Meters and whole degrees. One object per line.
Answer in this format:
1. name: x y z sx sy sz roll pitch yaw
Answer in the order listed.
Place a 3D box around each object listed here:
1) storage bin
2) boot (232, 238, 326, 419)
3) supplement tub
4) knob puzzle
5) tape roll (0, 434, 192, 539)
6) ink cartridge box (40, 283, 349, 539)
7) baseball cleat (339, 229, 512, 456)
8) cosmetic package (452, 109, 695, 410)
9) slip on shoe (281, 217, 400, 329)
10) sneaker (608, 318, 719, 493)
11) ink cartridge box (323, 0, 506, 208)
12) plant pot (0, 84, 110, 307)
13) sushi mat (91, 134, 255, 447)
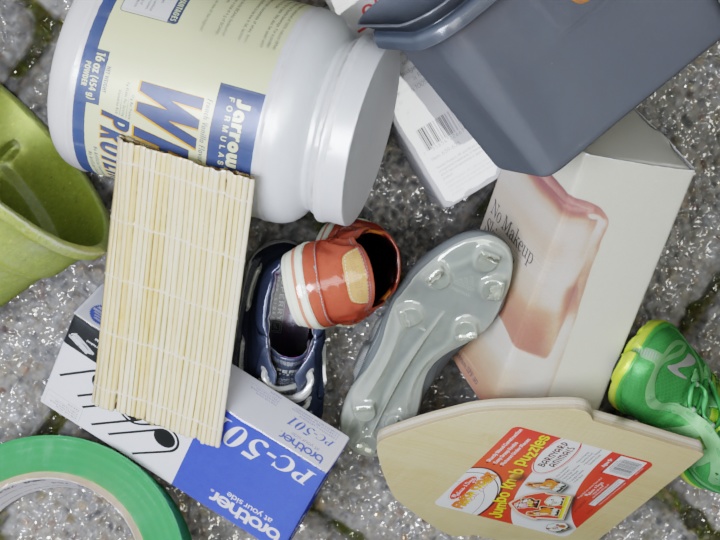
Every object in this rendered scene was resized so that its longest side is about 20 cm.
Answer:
1. storage bin: 0.126 -0.156 1.107 0.200 0.146 0.134 -40 107 -10
2. boot: -0.059 0.081 1.262 0.073 0.090 0.200 -1 98 -6
3. supplement tub: -0.087 -0.113 1.183 0.200 0.145 0.145 16 96 10
4. knob puzzle: 0.105 0.131 1.258 0.219 0.220 0.030 8 55 -7
5. tape roll: -0.213 0.215 1.244 0.200 0.048 0.201 -1 76 5
6. ink cartridge box: -0.115 0.101 1.237 0.200 0.044 0.094 31 130 5
7. baseball cleat: 0.039 0.034 1.249 0.070 0.106 0.200 27 119 -14
8. cosmetic package: 0.136 -0.008 1.230 0.087 0.103 0.200 7 116 -23
9. slip on shoe: 0.000 0.000 1.204 0.061 0.200 0.074 -12 92 12
10. sneaker: 0.240 0.099 1.264 0.074 0.084 0.200 -57 135 -11
11. ink cartridge box: 0.052 -0.159 1.255 0.116 0.067 0.200 -31 100 -1
12. plant pot: -0.297 -0.024 1.184 0.184 0.200 0.200 -43 100 11
13. sushi mat: -0.122 0.017 1.162 0.096 0.012 0.200 16 117 12
